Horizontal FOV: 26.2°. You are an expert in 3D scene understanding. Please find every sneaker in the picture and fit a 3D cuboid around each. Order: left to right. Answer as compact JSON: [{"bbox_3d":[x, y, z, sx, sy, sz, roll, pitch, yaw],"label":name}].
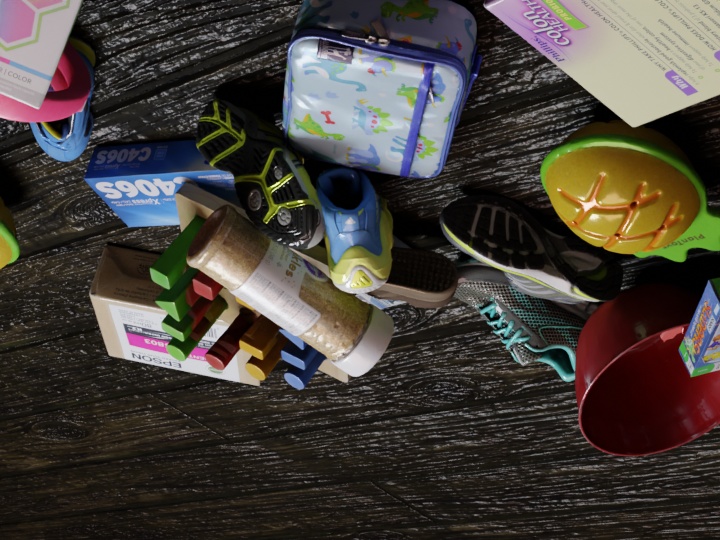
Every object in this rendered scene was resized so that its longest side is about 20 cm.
[{"bbox_3d":[-0.299,-0.148,1.510,0.066,0.079,0.200,15,153,-6],"label":"sneaker"},{"bbox_3d":[-0.077,-0.093,1.431,0.076,0.200,0.075,6,126,-40],"label":"sneaker"},{"bbox_3d":[-0.006,-0.066,1.462,0.076,0.200,0.105,-10,120,-4],"label":"sneaker"},{"bbox_3d":[0.000,0.000,1.599,0.200,0.071,0.076,19,155,3],"label":"sneaker"},{"bbox_3d":[0.162,-0.011,1.556,0.200,0.074,0.081,26,153,-18],"label":"sneaker"},{"bbox_3d":[0.173,0.054,1.643,0.200,0.091,0.078,23,150,-15],"label":"sneaker"}]

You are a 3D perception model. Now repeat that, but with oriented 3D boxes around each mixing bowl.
[{"bbox_3d":[0.299,0.085,1.589,0.200,0.108,0.200,-11,137,-11],"label":"mixing bowl"}]

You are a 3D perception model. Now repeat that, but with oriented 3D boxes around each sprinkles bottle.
[{"bbox_3d":[-0.064,0.020,1.438,0.200,0.068,0.068,35,146,-18],"label":"sprinkles bottle"}]

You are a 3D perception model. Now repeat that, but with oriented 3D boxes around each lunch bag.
[{"bbox_3d":[0.016,-0.162,1.338,0.160,0.083,0.200,12,153,-2],"label":"lunch bag"}]

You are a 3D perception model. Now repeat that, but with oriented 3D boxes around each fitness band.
[{"bbox_3d":[-0.316,-0.191,1.350,0.143,0.200,0.037,7,122,-42],"label":"fitness band"}]

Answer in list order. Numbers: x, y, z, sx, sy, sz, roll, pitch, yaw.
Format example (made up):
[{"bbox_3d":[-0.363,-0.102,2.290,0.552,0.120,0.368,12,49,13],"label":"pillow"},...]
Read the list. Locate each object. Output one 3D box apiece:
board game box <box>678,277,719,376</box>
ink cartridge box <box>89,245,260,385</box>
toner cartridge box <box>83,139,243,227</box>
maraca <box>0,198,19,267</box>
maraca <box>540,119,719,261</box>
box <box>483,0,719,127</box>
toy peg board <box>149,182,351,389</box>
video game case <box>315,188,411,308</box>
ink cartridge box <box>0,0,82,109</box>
[{"bbox_3d":[0.410,0.033,1.457,0.200,0.035,0.135,-14,150,-9],"label":"board game box"},{"bbox_3d":[-0.208,0.055,1.839,0.200,0.075,0.165,10,151,6],"label":"ink cartridge box"},{"bbox_3d":[-0.175,-0.090,1.592,0.200,0.043,0.095,-2,149,27],"label":"toner cartridge box"},{"bbox_3d":[-0.455,-0.062,1.687,0.137,0.107,0.200,-1,148,29],"label":"maraca"},{"bbox_3d":[0.248,-0.063,1.379,0.200,0.107,0.137,34,148,-33],"label":"maraca"},{"bbox_3d":[0.226,-0.215,1.126,0.176,0.097,0.200,32,146,-31],"label":"box"},{"bbox_3d":[-0.115,0.042,1.572,0.199,0.098,0.200,26,149,19],"label":"toy peg board"},{"bbox_3d":[-0.032,-0.015,1.687,0.182,0.022,0.200,-16,139,43],"label":"video game case"},{"bbox_3d":[-0.265,-0.241,1.224,0.104,0.059,0.200,22,111,-13],"label":"ink cartridge box"}]
